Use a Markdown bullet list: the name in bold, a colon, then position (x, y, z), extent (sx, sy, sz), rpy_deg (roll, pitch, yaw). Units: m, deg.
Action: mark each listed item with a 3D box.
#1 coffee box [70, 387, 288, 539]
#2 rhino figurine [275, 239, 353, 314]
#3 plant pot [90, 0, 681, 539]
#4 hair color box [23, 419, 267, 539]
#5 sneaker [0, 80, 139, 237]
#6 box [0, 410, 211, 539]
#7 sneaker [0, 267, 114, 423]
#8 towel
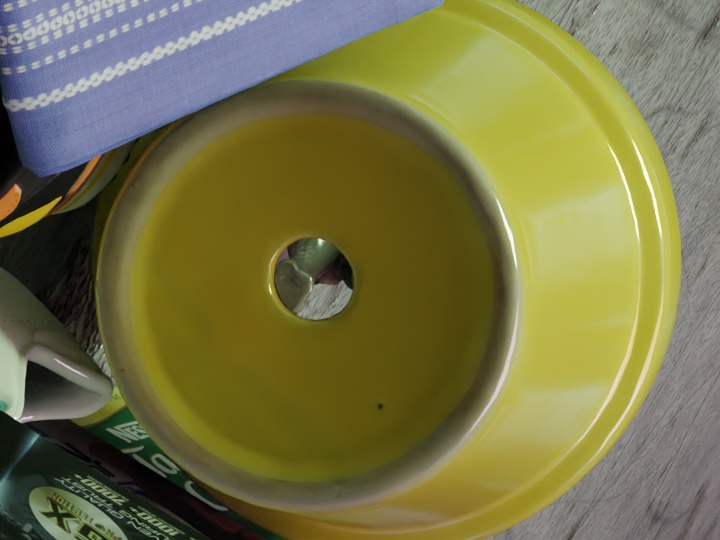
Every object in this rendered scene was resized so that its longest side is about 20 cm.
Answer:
- **coffee box**: position (-0.037, 0.108, 1.037), extent (0.044, 0.200, 0.123), rpy_deg (-66, 162, 11)
- **rhino figurine**: position (0.023, -0.073, 1.146), extent (0.200, 0.060, 0.087), rpy_deg (-65, 177, 13)
- **plant pot**: position (0.000, 0.000, 0.901), extent (0.201, 0.201, 0.189), rpy_deg (-61, 174, 7)
- **hair color box**: position (-0.075, 0.108, 0.917), extent (0.064, 0.200, 0.111), rpy_deg (-61, 164, 6)
- **sneaker**: position (-0.083, -0.090, 0.776), extent (0.090, 0.070, 0.200), rpy_deg (-38, 155, -60)
- **box**: position (-0.152, 0.096, 0.661), extent (0.164, 0.200, 0.086), rpy_deg (-62, 165, 10)
- **sneaker**: position (-0.142, 0.043, 0.801), extent (0.200, 0.088, 0.075), rpy_deg (-33, 151, -57)
- **towel**: position (-0.045, -0.131, 0.733), extent (0.145, 0.024, 0.200), rpy_deg (-26, 131, -22)
